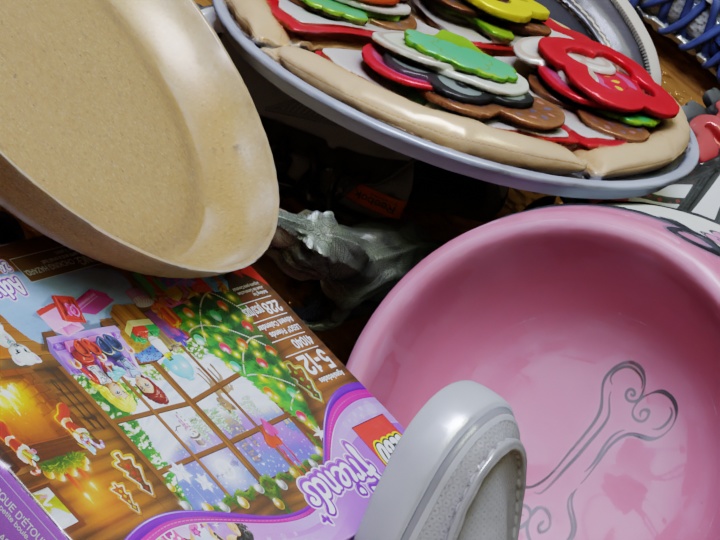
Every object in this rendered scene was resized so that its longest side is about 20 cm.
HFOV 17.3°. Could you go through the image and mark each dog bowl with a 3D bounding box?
[{"bbox_3d":[0.076,0.067,0.830,0.201,0.200,0.074,59,12,22],"label":"dog bowl"}]

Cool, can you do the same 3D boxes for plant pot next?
[{"bbox_3d":[-0.105,-0.075,0.772,0.200,0.027,0.201,43,24,-24],"label":"plant pot"}]

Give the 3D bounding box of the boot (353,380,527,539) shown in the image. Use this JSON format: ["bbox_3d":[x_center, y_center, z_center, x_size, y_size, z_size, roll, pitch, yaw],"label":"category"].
[{"bbox_3d":[0.042,0.141,0.749,0.095,0.201,0.073,25,26,31],"label":"boot"}]

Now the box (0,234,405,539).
[{"bbox_3d":[-0.066,0.049,0.731,0.137,0.039,0.200,47,24,12],"label":"box"}]

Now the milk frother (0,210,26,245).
[{"bbox_3d":[-0.191,-0.057,0.774,0.187,0.201,0.180,29,34,14],"label":"milk frother"}]

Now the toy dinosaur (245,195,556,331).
[{"bbox_3d":[0.000,0.000,0.911,0.200,0.088,0.048,-9,77,-60],"label":"toy dinosaur"}]

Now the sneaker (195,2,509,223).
[{"bbox_3d":[-0.022,-0.059,0.962,0.199,0.074,0.080,2,60,-25],"label":"sneaker"}]

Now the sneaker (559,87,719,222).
[{"bbox_3d":[0.130,-0.001,0.992,0.098,0.071,0.200,45,48,14],"label":"sneaker"}]

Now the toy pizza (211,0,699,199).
[{"bbox_3d":[0.040,-0.086,0.911,0.199,0.032,0.201,17,23,-7],"label":"toy pizza"}]

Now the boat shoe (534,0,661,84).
[{"bbox_3d":[0.044,-0.125,1.043,0.200,0.073,0.063,43,43,19],"label":"boat shoe"}]

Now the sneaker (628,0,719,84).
[{"bbox_3d":[0.178,-0.125,1.108,0.198,0.075,0.089,13,51,-16],"label":"sneaker"}]
